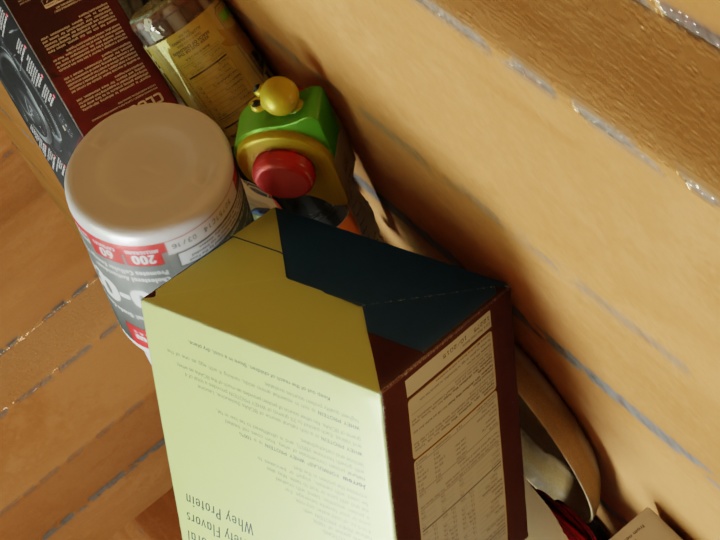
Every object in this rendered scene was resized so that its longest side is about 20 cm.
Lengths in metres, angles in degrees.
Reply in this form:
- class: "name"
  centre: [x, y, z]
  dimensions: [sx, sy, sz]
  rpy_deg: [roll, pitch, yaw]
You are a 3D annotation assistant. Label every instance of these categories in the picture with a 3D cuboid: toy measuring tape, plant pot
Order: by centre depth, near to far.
- class: "toy measuring tape"
  centre: [-0.039, -0.063, 1.411]
  dimensions: [0.074, 0.073, 0.200]
  rpy_deg: [45, 168, 34]
- class: "plant pot"
  centre: [0.102, 0.087, 1.452]
  dimensions: [0.200, 0.027, 0.200]
  rpy_deg: [50, 170, 12]

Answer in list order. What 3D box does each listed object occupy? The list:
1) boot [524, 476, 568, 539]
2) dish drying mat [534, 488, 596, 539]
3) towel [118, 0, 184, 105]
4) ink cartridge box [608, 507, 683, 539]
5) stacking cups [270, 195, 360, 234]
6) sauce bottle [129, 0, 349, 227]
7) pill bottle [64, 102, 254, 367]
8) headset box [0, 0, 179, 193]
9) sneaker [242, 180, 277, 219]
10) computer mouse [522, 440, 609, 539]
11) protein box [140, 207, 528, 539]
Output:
- class: "boot"
  centre: [0.093, 0.178, 1.475]
  dimensions: [0.090, 0.073, 0.201]
  rpy_deg: [87, 162, -66]
- class: "dish drying mat"
  centre: [0.168, 0.242, 1.506]
  dimensions: [0.077, 0.018, 0.200]
  rpy_deg: [41, 157, 50]
- class: "towel"
  centre: [-0.202, -0.187, 1.625]
  dimensions: [0.171, 0.048, 0.201]
  rpy_deg: [17, 129, 55]
- class: "ink cartridge box"
  centre: [0.230, 0.269, 1.347]
  dimensions: [0.200, 0.084, 0.146]
  rpy_deg: [44, 167, 36]
- class: "stacking cups"
  centre: [0.000, 0.000, 1.551]
  dimensions: [0.200, 0.060, 0.060]
  rpy_deg: [59, 169, -14]
- class: "sauce bottle"
  centre: [-0.079, -0.109, 1.463]
  dimensions: [0.200, 0.065, 0.065]
  rpy_deg: [55, 170, -19]
- class: "pill bottle"
  centre: [-0.124, -0.010, 1.450]
  dimensions: [0.114, 0.114, 0.200]
  rpy_deg: [45, 162, 33]
- class: "headset box"
  centre: [-0.205, -0.142, 1.515]
  dimensions: [0.200, 0.077, 0.149]
  rpy_deg: [58, 163, 6]
- class: "sneaker"
  centre: [-0.080, -0.039, 1.650]
  dimensions: [0.088, 0.075, 0.200]
  rpy_deg: [5, -150, -43]
- class: "computer mouse"
  centre: [0.157, 0.214, 1.599]
  dimensions: [0.200, 0.046, 0.140]
  rpy_deg: [52, 169, -1]
- class: "protein box"
  centre: [-0.013, 0.097, 1.358]
  dimensions: [0.198, 0.135, 0.201]
  rpy_deg: [19, 130, 35]
